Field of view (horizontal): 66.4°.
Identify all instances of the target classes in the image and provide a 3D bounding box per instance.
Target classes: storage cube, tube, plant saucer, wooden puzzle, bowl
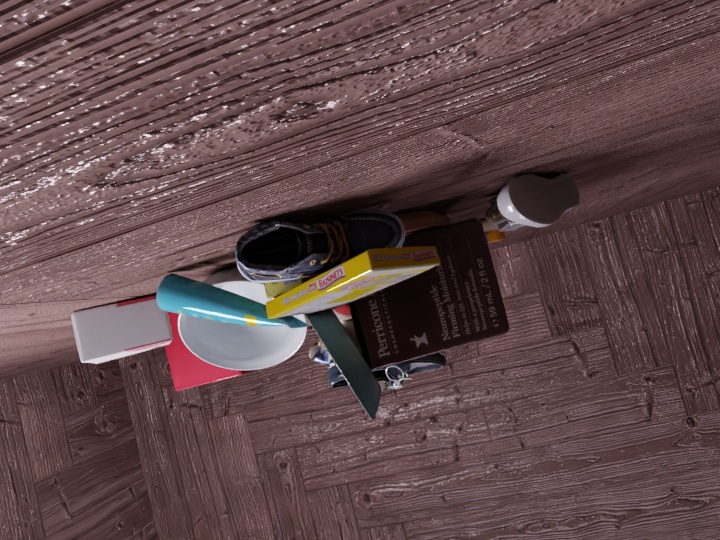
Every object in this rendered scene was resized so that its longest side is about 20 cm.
[{"bbox_3d":[-0.308,0.144,1.216,0.198,0.182,0.171,-17,176,19],"label":"storage cube"},{"bbox_3d":[-0.168,0.049,0.720,0.198,0.051,0.077,12,-176,15],"label":"tube"},{"bbox_3d":[-0.024,0.113,0.769,0.036,0.201,0.200,-32,178,-7],"label":"plant saucer"},{"bbox_3d":[0.247,-0.072,1.255,0.184,0.047,0.199,-11,175,-41],"label":"wooden puzzle"},{"bbox_3d":[-0.186,0.063,0.885,0.199,0.091,0.202,-4,131,-5],"label":"bowl"},{"bbox_3d":[0.035,-0.052,0.831,0.198,0.033,0.200,-16,176,-1],"label":"plant saucer"}]

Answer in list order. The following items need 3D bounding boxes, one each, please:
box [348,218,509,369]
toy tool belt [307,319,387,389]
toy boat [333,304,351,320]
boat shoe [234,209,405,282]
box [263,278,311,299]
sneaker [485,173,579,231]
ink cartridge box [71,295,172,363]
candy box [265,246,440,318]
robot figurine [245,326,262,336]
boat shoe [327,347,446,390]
[{"bbox_3d":[0.084,0.037,0.812,0.198,0.168,0.164,-14,176,-5],"label":"box"},{"bbox_3d":[-0.034,0.142,1.000,0.198,0.124,0.125,15,-174,-1],"label":"toy tool belt"},{"bbox_3d":[0.000,0.000,0.986,0.199,0.131,0.131,-10,145,-53],"label":"toy boat"},{"bbox_3d":[-0.039,-0.026,0.605,0.198,0.072,0.091,-13,178,-9],"label":"boat shoe"},{"bbox_3d":[-0.090,-0.002,0.751,0.050,0.076,0.200,-15,175,3],"label":"box"},{"bbox_3d":[0.219,-0.084,0.775,0.115,0.074,0.199,-23,173,42],"label":"sneaker"},{"bbox_3d":[-0.415,0.107,0.975,0.144,0.084,0.200,-14,176,-22],"label":"ink cartridge box"},{"bbox_3d":[-0.015,0.016,0.621,0.102,0.027,0.199,-2,165,-41],"label":"candy box"},{"bbox_3d":[-0.217,0.105,1.024,0.198,0.117,0.175,-17,-176,20],"label":"robot figurine"},{"bbox_3d":[0.045,0.161,0.902,0.198,0.062,0.075,0,147,-4],"label":"boat shoe"}]
